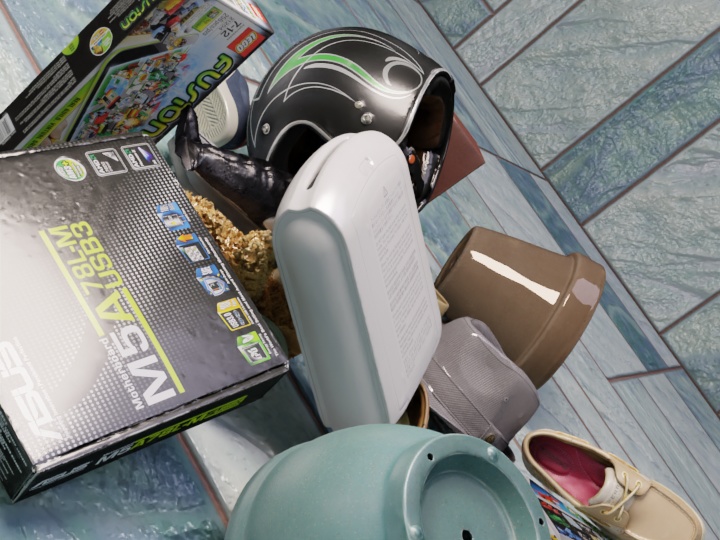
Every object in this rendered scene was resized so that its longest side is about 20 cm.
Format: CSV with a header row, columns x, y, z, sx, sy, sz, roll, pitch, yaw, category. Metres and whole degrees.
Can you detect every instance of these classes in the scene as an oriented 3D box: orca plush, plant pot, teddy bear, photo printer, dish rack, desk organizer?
x,y,z,sx,sy,sz,roll,pitch,yaw,category
-0.065,-0.074,0.843,0.200,0.071,0.105,41,7,-35,orca plush
0.192,0.032,1.356,0.174,0.201,0.200,33,20,-2,plant pot
-0.111,-0.014,0.807,0.199,0.145,0.067,32,60,-1,teddy bear
0.033,0.179,0.653,0.200,0.134,0.201,23,48,-29,plant pot
0.000,0.000,0.805,0.167,0.069,0.201,-56,137,-56,photo printer
-0.108,-0.050,0.937,0.172,0.044,0.200,43,5,-26,dish rack
0.038,-0.107,1.196,0.077,0.200,0.072,49,14,-24,desk organizer

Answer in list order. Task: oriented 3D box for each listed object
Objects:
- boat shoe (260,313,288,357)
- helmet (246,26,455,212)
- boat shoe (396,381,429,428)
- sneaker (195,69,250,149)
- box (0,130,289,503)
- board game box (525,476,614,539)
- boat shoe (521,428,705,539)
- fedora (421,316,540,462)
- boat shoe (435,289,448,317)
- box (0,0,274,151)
x,y,z,sx,sy,sz,roll,pitch,yaw,category
-0.144,0.024,0.753,0.201,0.060,0.072,41,55,-23,boat shoe
-0.017,-0.150,1.069,0.190,0.201,0.200,16,8,20,helmet
0.006,0.149,0.802,0.076,0.074,0.200,40,34,-12,boat shoe
-0.163,-0.217,1.109,0.084,0.075,0.201,11,61,-65,sneaker
-0.166,0.014,0.637,0.193,0.048,0.200,-16,68,-49,box
0.227,0.291,0.995,0.200,0.035,0.126,37,17,-7,board game box
0.244,0.221,1.041,0.199,0.074,0.069,26,-7,24,boat shoe
0.120,0.113,1.103,0.200,0.090,0.177,45,7,-30,fedora
0.041,-0.014,1.235,0.074,0.066,0.201,15,40,-60,boat shoe
-0.169,-0.137,0.764,0.110,0.200,0.035,15,39,-60,box
